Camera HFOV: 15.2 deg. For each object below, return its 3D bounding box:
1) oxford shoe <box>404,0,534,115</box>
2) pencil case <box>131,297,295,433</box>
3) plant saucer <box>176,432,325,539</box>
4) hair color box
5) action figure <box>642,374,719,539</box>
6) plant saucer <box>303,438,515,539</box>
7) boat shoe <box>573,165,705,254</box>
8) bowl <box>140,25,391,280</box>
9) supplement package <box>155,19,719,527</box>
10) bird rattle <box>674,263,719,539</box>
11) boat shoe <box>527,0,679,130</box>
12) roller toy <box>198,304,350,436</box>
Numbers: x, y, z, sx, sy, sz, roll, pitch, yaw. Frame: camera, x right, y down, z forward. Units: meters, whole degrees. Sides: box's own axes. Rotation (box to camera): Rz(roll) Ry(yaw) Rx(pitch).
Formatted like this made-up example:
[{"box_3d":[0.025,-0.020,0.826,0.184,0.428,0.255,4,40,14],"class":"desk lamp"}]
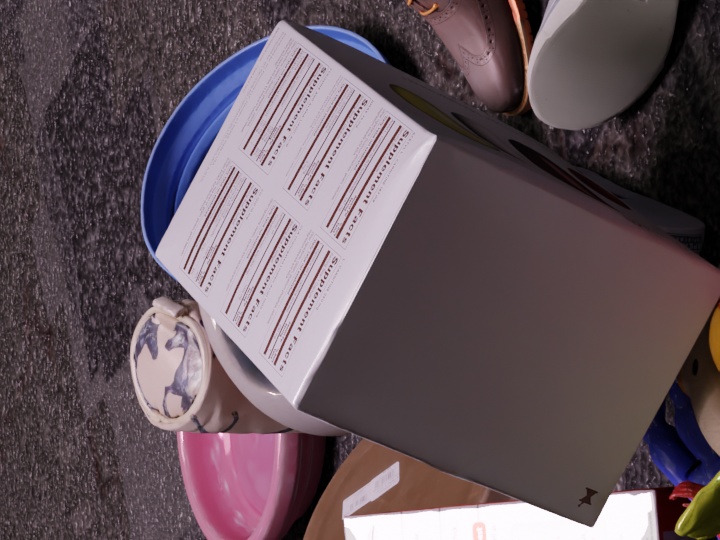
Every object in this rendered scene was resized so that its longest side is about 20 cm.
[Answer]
[{"box_3d":[0.037,-0.175,1.615,0.201,0.073,0.071,61,148,1],"class":"oxford shoe"},{"box_3d":[-0.047,0.057,1.696,0.078,0.199,0.090,13,100,52],"class":"pencil case"},{"box_3d":[-0.076,0.107,1.954,0.200,0.051,0.202,178,90,-65],"class":"plant saucer"},{"box_3d":[0.091,0.180,1.479,0.199,0.064,0.112,-8,83,32],"class":"hair color box"},{"box_3d":[0.157,0.107,1.371,0.200,0.099,0.065,55,137,21],"class":"action figure"},{"box_3d":[0.029,0.151,1.631,0.200,0.029,0.201,-38,31,28],"class":"plant saucer"},{"box_3d":[0.117,-0.018,1.507,0.200,0.073,0.066,-148,64,-62],"class":"boat shoe"},{"box_3d":[-0.052,-0.066,1.777,0.200,0.039,0.202,-19,51,24],"class":"bowl"},{"box_3d":[0.037,-0.002,1.358,0.148,0.191,0.200,-62,31,8],"class":"supplement package"},{"box_3d":[0.203,0.035,1.288,0.163,0.112,0.201,-124,43,-58],"class":"bird rattle"},{"box_3d":[0.142,-0.166,1.469,0.072,0.070,0.201,-89,15,-47],"class":"boat shoe"},{"box_3d":[0.000,0.000,1.603,0.139,0.182,0.201,-17,52,45],"class":"roller toy"}]
